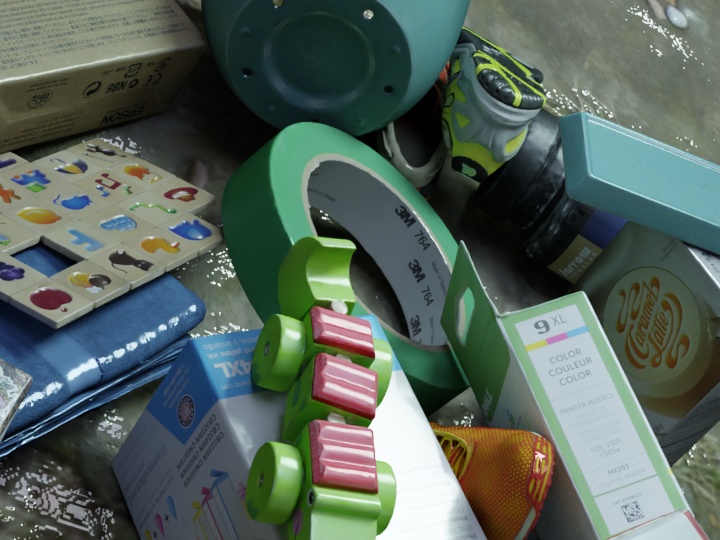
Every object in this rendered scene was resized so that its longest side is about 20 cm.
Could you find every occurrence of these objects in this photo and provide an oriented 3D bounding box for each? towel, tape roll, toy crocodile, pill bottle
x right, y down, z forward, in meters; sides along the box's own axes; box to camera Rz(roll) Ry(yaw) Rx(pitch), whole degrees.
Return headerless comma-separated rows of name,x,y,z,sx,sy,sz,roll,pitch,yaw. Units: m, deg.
towel,-0.187,0.041,0.927,0.111,0.049,0.200,40,38,18
tape roll,0.000,0.000,1.054,0.200,0.048,0.201,38,31,-28
toy crocodile,-0.015,0.072,0.819,0.067,0.062,0.201,16,47,-20
pill bottle,0.188,-0.032,1.210,0.199,0.112,0.112,31,41,-6

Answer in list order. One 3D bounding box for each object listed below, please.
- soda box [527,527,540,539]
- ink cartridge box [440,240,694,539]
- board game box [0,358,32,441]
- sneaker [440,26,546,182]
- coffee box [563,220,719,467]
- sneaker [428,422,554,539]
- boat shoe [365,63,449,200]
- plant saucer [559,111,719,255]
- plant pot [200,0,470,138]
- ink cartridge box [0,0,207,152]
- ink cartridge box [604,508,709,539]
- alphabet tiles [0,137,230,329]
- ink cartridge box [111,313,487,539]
soda box,0.173,0.221,0.989,0.063,0.069,0.201,-23,66,-20
ink cartridge box,0.115,0.082,0.961,0.059,0.104,0.201,-18,64,-13
board game box,-0.247,0.133,0.723,0.096,0.160,0.201,30,41,-6
sneaker,0.085,-0.121,1.186,0.075,0.077,0.200,28,17,-1
coffee box,0.185,0.052,1.063,0.079,0.200,0.115,-14,62,-42
sneaker,0.046,0.119,0.934,0.077,0.200,0.073,24,74,-18
boat shoe,0.039,-0.110,1.217,0.071,0.063,0.201,28,41,-7
plant saucer,0.211,-0.041,1.001,0.199,0.019,0.070,20,44,-19
plant pot,-0.019,-0.185,1.130,0.200,0.201,0.162,25,38,-13
ink cartridge box,-0.224,-0.166,1.067,0.165,0.075,0.199,50,38,15
ink cartridge box,0.127,0.242,0.853,0.083,0.200,0.145,-11,59,-44
alphabet tiles,-0.181,-0.035,0.987,0.166,0.008,0.200,26,29,21
ink cartridge box,-0.027,0.146,0.886,0.125,0.129,0.201,-5,55,-36
